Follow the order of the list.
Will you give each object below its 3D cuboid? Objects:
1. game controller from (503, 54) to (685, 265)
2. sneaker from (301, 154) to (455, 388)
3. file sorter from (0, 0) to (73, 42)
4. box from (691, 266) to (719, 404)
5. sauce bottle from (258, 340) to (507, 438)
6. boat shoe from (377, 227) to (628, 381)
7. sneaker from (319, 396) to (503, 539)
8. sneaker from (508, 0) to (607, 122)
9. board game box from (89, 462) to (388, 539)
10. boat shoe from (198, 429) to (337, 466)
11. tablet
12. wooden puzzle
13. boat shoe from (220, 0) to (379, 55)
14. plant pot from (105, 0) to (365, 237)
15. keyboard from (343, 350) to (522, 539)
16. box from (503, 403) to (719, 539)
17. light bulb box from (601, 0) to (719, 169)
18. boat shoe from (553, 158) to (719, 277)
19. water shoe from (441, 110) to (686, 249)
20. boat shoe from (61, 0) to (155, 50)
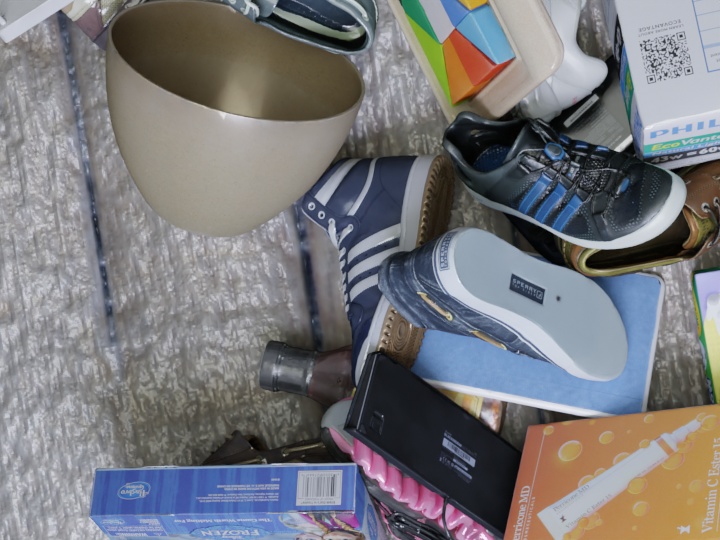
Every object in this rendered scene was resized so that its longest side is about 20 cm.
[{"bbox_3d":[0.198,-0.100,1.191,0.200,0.042,0.104,-43,71,9],"label":"game controller"},{"bbox_3d":[0.000,0.000,1.181,0.108,0.070,0.201,7,70,25],"label":"sneaker"},{"bbox_3d":[-0.237,-0.306,1.176,0.199,0.125,0.139,-29,46,9],"label":"file sorter"},{"bbox_3d":[0.329,0.091,1.168,0.117,0.048,0.201,-10,93,10],"label":"box"},{"bbox_3d":[0.018,0.096,1.213,0.199,0.066,0.066,9,94,10],"label":"sauce bottle"},{"bbox_3d":[0.109,0.028,1.131,0.200,0.091,0.071,31,64,-32],"label":"boat shoe"},{"bbox_3d":[0.037,0.178,1.185,0.200,0.079,0.095,38,133,-17],"label":"sneaker"},{"bbox_3d":[0.125,-0.213,1.183,0.099,0.078,0.201,-27,89,-6],"label":"sneaker"},{"bbox_3d":[-0.084,0.207,1.172,0.199,0.199,0.044,-2,61,10],"label":"board game box"},{"bbox_3d":[-0.091,0.173,1.240,0.199,0.075,0.074,-6,66,14],"label":"boat shoe"},{"bbox_3d":[0.133,0.045,1.189,0.199,0.014,0.131,10,64,8],"label":"tablet"},{"bbox_3d":[0.066,-0.202,1.130,0.037,0.200,0.186,-26,88,-17],"label":"wooden puzzle"},{"bbox_3d":[-0.070,-0.224,1.163,0.199,0.062,0.073,23,125,-27],"label":"boat shoe"},{"bbox_3d":[-0.109,-0.106,1.174,0.199,0.200,0.135,22,119,8],"label":"plant pot"},{"bbox_3d":[0.063,0.158,1.121,0.200,0.128,0.021,37,140,-27],"label":"keyboard"},{"bbox_3d":[0.219,0.180,1.108,0.199,0.125,0.098,-11,131,30],"label":"box"},{"bbox_3d":[0.279,-0.195,1.098,0.197,0.125,0.201,-11,76,8],"label":"light bulb box"},{"bbox_3d":[0.249,-0.037,1.146,0.199,0.068,0.072,-21,113,0],"label":"boat shoe"},{"bbox_3d":[0.141,-0.069,1.111,0.199,0.079,0.072,13,70,42],"label":"water shoe"},{"bbox_3d":[-0.151,-0.256,1.226,0.200,0.072,0.065,-39,109,-2],"label":"boat shoe"}]
